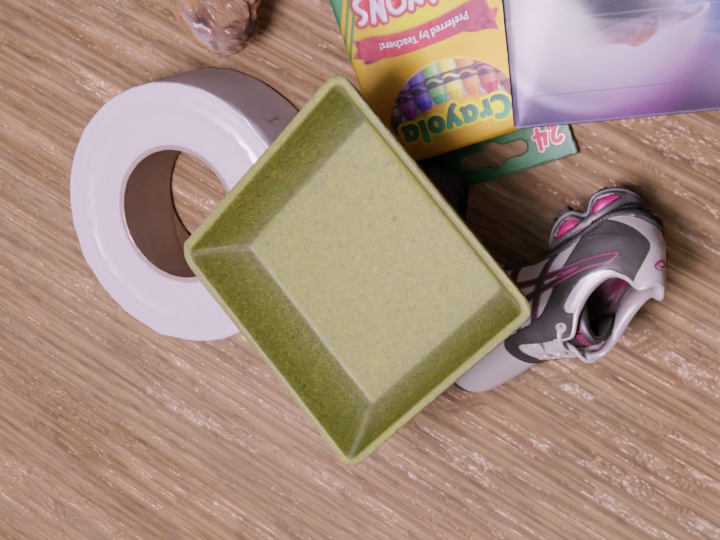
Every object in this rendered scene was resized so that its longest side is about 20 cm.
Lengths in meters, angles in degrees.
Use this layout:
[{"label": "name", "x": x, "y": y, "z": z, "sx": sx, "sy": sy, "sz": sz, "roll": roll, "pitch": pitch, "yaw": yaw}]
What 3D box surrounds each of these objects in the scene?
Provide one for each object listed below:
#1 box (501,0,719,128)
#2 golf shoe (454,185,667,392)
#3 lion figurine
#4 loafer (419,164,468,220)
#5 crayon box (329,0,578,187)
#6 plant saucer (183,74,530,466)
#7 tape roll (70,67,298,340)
[{"label": "box", "x": 0.182, "y": -0.196, "z": 0.826, "sx": 0.199, "sy": 0.123, "sz": 0.200, "roll": -5, "pitch": 105, "yaw": 12}, {"label": "golf shoe", "x": 0.127, "y": 0.031, "z": 0.958, "sx": 0.077, "sy": 0.088, "sz": 0.200, "roll": 25, "pitch": 126, "yaw": -27}, {"label": "lion figurine", "x": -0.075, "y": -0.252, "z": 0.988, "sx": 0.122, "sy": 0.073, "sz": 0.200, "roll": 44, "pitch": 111, "yaw": -8}, {"label": "loafer", "x": 0.030, "y": 0.016, "z": 1.014, "sx": 0.070, "sy": 0.068, "sz": 0.202, "roll": 14, "pitch": 120, "yaw": 12}, {"label": "crayon box", "x": 0.059, "y": -0.154, "z": 0.966, "sx": 0.126, "sy": 0.051, "sz": 0.201, "roll": -16, "pitch": 98, "yaw": 29}, {"label": "plant saucer", "x": 0.000, "y": 0.000, "z": 0.953, "sx": 0.200, "sy": 0.048, "sz": 0.200, "roll": 51, "pitch": 125, "yaw": 8}, {"label": "tape roll", "x": -0.122, "y": -0.051, "z": 1.078, "sx": 0.201, "sy": 0.071, "sz": 0.204, "roll": 8, "pitch": 109, "yaw": 25}]
